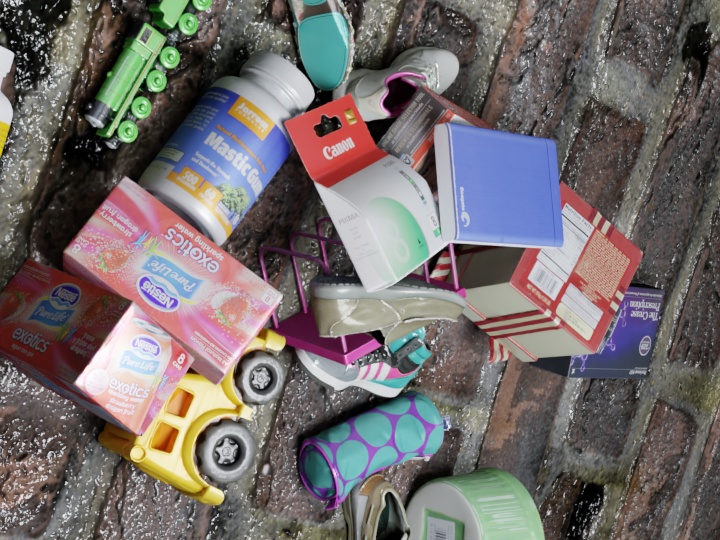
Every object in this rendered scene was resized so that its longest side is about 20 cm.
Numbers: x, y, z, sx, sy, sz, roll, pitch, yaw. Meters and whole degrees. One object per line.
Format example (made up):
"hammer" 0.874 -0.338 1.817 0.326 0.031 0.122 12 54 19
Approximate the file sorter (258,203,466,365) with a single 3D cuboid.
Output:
"file sorter" 0.000 0.000 1.583 0.199 0.138 0.126 -27 118 -35

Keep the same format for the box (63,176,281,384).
"box" -0.191 0.013 1.358 0.200 0.095 0.103 38 74 -2

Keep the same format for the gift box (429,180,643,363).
"gift box" 0.214 0.012 1.735 0.184 0.186 0.200 42 68 -18

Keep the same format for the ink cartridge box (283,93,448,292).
"ink cartridge box" 0.014 -0.093 1.457 0.161 0.050 0.201 -34 102 -58

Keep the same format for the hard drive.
"hard drive" 0.164 -0.095 1.567 0.199 0.025 0.133 2 81 -46

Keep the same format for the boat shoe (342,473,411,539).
"boat shoe" 0.027 0.353 1.755 0.075 0.068 0.201 -34 123 -32

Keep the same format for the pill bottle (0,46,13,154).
"pill bottle" -0.377 -0.112 1.217 0.104 0.104 0.201 19 89 -44

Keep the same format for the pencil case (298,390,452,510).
"pencil case" 0.017 0.222 1.697 0.199 0.085 0.093 -19 85 -38

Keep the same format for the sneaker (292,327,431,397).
"sneaker" 0.017 0.089 1.631 0.121 0.084 0.199 -48 146 20

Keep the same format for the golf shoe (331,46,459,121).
"golf shoe" 0.060 -0.218 1.613 0.199 0.091 0.076 -27 117 -37

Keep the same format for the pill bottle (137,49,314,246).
"pill bottle" -0.137 -0.134 1.434 0.201 0.112 0.112 -55 132 -17

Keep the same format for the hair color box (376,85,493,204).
"hair color box" 0.101 -0.141 1.631 0.111 0.064 0.200 -52 153 12

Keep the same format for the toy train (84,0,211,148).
"toy train" -0.219 -0.220 1.384 0.056 0.042 0.201 35 77 -33

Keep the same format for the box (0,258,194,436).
"box" -0.269 0.072 1.303 0.095 0.199 0.103 -55 131 -17

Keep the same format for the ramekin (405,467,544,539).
"ramekin" 0.141 0.363 1.783 0.097 0.200 0.202 4 99 -36

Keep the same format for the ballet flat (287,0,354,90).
"ballet flat" -0.046 -0.302 1.509 0.064 0.075 0.201 -72 153 -53

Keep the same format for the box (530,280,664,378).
"box" 0.350 0.083 1.983 0.199 0.079 0.142 4 101 -44

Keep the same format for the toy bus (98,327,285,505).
"toy bus" -0.201 0.125 1.449 0.191 0.135 0.201 29 79 -28

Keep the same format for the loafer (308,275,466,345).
"loafer" 0.027 0.045 1.485 0.199 0.075 0.070 3 99 -31
